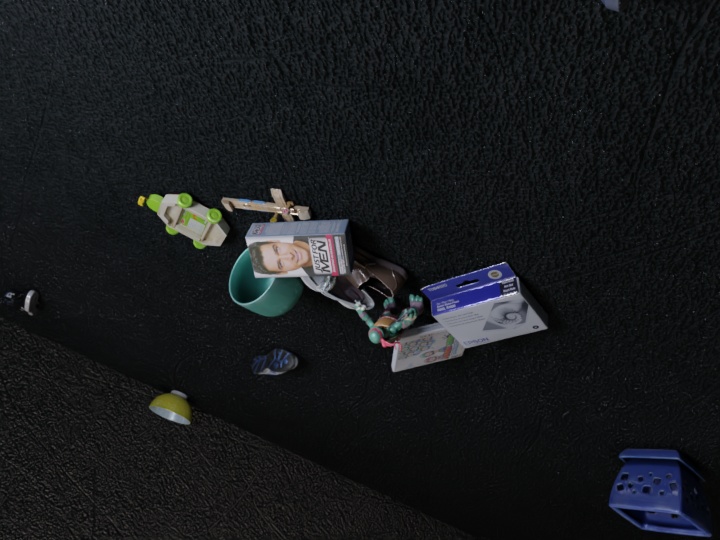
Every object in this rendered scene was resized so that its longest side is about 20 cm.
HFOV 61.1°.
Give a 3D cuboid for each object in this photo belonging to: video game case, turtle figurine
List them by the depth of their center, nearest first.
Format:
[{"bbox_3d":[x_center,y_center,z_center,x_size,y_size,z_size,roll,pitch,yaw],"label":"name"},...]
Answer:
[{"bbox_3d":[0.057,0.104,1.300,0.149,0.200,0.101,11,108,23],"label":"turtle figurine"},{"bbox_3d":[0.167,0.175,1.431,0.181,0.024,0.200,-12,151,-8],"label":"video game case"}]

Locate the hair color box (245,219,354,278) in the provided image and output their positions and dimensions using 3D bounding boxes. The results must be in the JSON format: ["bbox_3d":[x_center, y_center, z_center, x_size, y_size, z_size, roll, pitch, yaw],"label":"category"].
[{"bbox_3d":[-0.118,-0.043,1.216,0.199,0.061,0.099,-1,124,10],"label":"hair color box"}]

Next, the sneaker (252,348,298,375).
[{"bbox_3d":[-0.261,0.293,1.948,0.077,0.076,0.200,15,160,-43],"label":"sneaker"}]

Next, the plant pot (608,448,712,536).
[{"bbox_3d":[0.829,0.604,1.683,0.200,0.180,0.200,38,145,-29],"label":"plant pot"}]

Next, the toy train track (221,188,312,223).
[{"bbox_3d":[-0.195,-0.120,1.235,0.199,0.033,0.115,9,149,21],"label":"toy train track"}]

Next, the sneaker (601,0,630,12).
[{"bbox_3d":[0.223,-0.345,0.586,0.082,0.070,0.200,19,153,37],"label":"sneaker"}]

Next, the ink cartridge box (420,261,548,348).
[{"bbox_3d":[0.254,0.079,1.251,0.199,0.041,0.200,-20,134,32],"label":"ink cartridge box"}]

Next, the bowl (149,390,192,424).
[{"bbox_3d":[-0.846,0.612,2.780,0.199,0.108,0.200,15,150,9],"label":"bowl"}]

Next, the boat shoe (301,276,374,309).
[{"bbox_3d":[-0.050,0.031,1.346,0.065,0.075,0.202,12,159,50],"label":"boat shoe"}]

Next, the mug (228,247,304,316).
[{"bbox_3d":[-0.186,0.023,1.347,0.185,0.153,0.114,-9,152,36],"label":"mug"}]

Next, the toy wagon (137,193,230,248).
[{"bbox_3d":[-0.389,-0.120,1.345,0.200,0.040,0.155,29,149,-14],"label":"toy wagon"}]

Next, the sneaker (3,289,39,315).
[{"bbox_3d":[-1.223,0.102,2.187,0.112,0.073,0.200,26,152,-14],"label":"sneaker"}]

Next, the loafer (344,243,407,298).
[{"bbox_3d":[0.000,0.000,1.278,0.199,0.071,0.073,19,150,0],"label":"loafer"}]
